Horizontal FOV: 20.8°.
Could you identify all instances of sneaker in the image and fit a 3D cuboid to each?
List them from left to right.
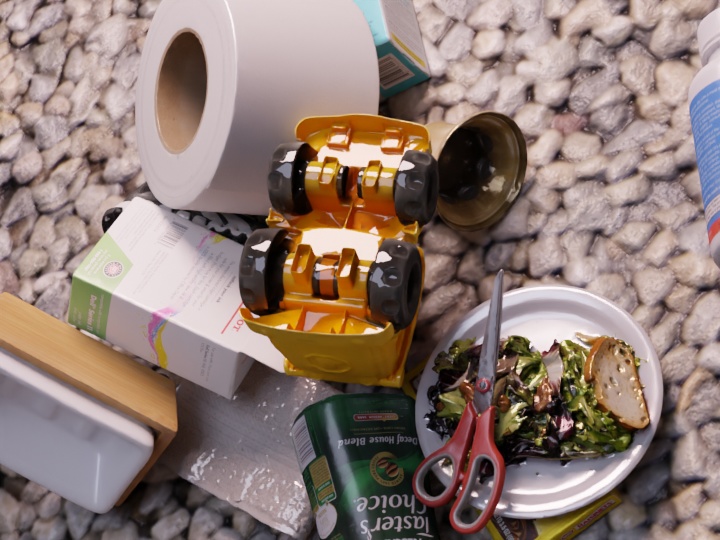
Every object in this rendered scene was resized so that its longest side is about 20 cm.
[{"bbox_3d":[-0.126,-0.042,1.759,0.200,0.066,0.091,15,46,18],"label":"sneaker"}]

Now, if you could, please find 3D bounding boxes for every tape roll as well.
[{"bbox_3d":[-0.093,-0.148,1.691,0.203,0.139,0.203,-13,75,59],"label":"tape roll"}]

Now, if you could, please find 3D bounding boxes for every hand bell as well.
[{"bbox_3d":[0.039,-0.111,1.698,0.200,0.104,0.104,26,84,47],"label":"hand bell"}]

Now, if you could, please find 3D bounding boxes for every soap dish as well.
[{"bbox_3d":[-0.264,0.113,1.687,0.157,0.200,0.081,-51,13,50],"label":"soap dish"}]

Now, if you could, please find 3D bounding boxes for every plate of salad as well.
[{"bbox_3d":[0.136,0.097,1.537,0.200,0.048,0.200,-9,62,16],"label":"plate of salad"}]

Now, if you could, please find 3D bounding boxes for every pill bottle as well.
[{"bbox_3d":[0.311,-0.104,1.507,0.112,0.112,0.200,-16,64,24],"label":"pill bottle"}]

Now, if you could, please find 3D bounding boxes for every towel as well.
[{"bbox_3d":[-0.093,0.135,1.691,0.200,0.034,0.133,24,84,35],"label":"towel"}]

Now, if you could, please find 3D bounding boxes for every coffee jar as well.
[{"bbox_3d":[0.013,0.200,1.556,0.085,0.104,0.200,-49,47,52],"label":"coffee jar"}]

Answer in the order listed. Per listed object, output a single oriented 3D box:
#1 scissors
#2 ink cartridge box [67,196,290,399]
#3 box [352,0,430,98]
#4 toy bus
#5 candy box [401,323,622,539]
[{"bbox_3d":[0.100,0.103,1.515,0.073,0.014,0.200,23,91,30],"label":"scissors"},{"bbox_3d":[-0.134,0.031,1.677,0.200,0.067,0.117,25,46,9],"label":"ink cartridge box"},{"bbox_3d":[0.005,-0.261,1.767,0.049,0.082,0.200,-24,60,21],"label":"box"},{"bbox_3d":[0.000,0.000,1.599,0.136,0.192,0.200,5,62,18],"label":"toy bus"},{"bbox_3d":[0.117,0.134,1.575,0.102,0.026,0.200,-37,57,8],"label":"candy box"}]
